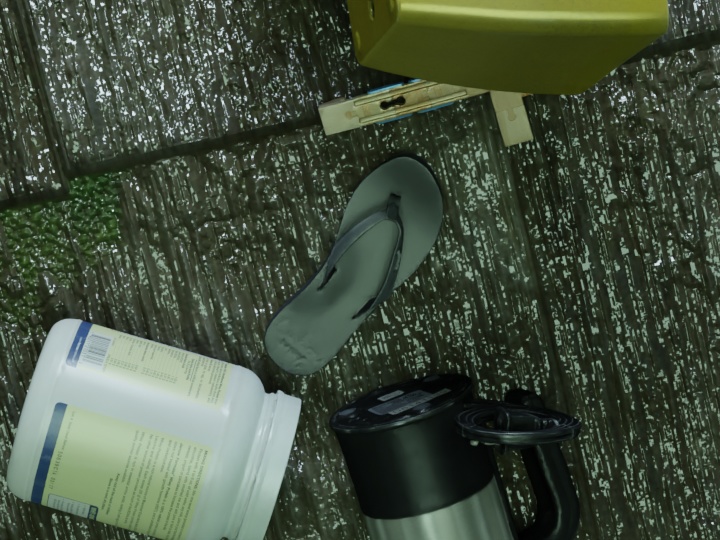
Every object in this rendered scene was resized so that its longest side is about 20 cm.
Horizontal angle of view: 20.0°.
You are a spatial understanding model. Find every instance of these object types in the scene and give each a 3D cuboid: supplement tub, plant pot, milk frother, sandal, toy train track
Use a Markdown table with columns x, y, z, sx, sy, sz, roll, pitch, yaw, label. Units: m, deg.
| x | y | z | sx | sy | sz | roll | pitch | yaw | label |
| --- | --- | --- | --- | --- | --- | --- | --- | --- | --- |
| -0.158 | 0.130 | 1.573 | 0.200 | 0.145 | 0.145 | 17 | 100 | -4 | supplement tub |
| 0.085 | -0.233 | 1.436 | 0.176 | 0.200 | 0.200 | -7 | 83 | -13 | plant pot |
| 0.089 | 0.184 | 1.561 | 0.180 | 0.200 | 0.188 | -18 | 101 | -2 | milk frother |
| 0.000 | 0.001 | 1.603 | 0.076 | 0.043 | 0.200 | 32 | 99 | -6 | sandal |
| 0.066 | -0.145 | 1.586 | 0.200 | 0.033 | 0.115 | -15 | 108 | 8 | toy train track |
